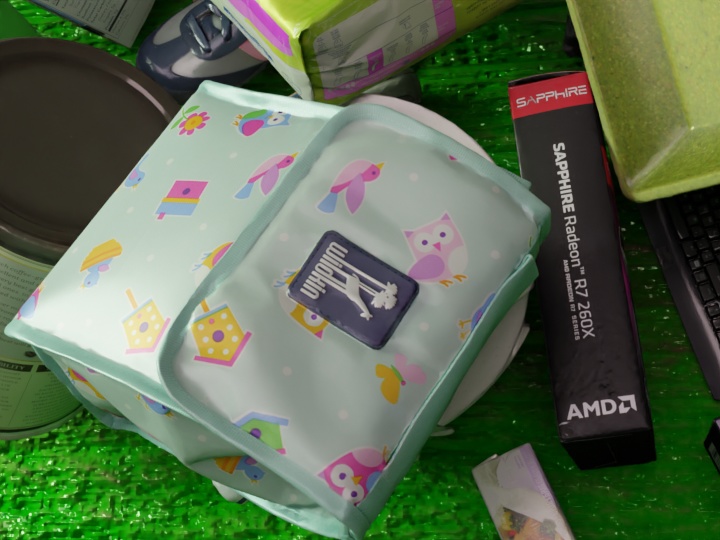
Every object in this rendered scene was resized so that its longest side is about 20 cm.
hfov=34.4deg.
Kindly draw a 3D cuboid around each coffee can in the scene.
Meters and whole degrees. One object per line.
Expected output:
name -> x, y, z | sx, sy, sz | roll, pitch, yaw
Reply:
coffee can -> -0.191, -0.012, 0.673 | 0.146, 0.200, 0.147 | 17, 48, -19

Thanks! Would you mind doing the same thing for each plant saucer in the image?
plant saucer -> 0.174, -0.146, 0.534 | 0.048, 0.200, 0.201 | -18, 92, -26

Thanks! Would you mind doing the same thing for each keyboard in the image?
keyboard -> 0.238, -0.028, 0.692 | 0.127, 0.021, 0.201 | -19, 71, 8

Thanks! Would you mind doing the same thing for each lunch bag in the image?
lunch bag -> -0.032, 0.014, 0.524 | 0.199, 0.122, 0.171 | 17, 62, 40

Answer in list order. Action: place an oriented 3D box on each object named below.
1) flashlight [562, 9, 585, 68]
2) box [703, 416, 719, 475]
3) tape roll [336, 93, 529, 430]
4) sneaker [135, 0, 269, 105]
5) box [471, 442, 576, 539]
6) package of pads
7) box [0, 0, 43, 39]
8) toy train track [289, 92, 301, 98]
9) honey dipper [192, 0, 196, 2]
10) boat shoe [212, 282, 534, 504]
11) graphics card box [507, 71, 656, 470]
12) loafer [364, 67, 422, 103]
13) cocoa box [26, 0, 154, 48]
flashlight -> 0.171, -0.229, 0.744 | 0.067, 0.068, 0.201 | 13, 76, 16
box -> 0.288, 0.145, 0.598 | 0.141, 0.079, 0.201 | -24, 69, 3
tape roll -> 0.000, 0.000, 0.681 | 0.201, 0.071, 0.204 | 0, 92, 5
sneaker -> -0.062, -0.181, 0.758 | 0.200, 0.082, 0.070 | -32, 73, -13
box -> 0.120, 0.194, 0.643 | 0.039, 0.041, 0.201 | -26, 70, 6
package of pads -> 0.015, -0.191, 0.665 | 0.200, 0.068, 0.155 | -32, 55, -13
box -> -0.314, -0.149, 0.769 | 0.176, 0.200, 0.097 | 19, 78, 19
toy train track -> -0.070, -0.108, 0.753 | 0.200, 0.115, 0.033 | -32, 96, -16
honey dipper -> -0.123, -0.224, 0.832 | 0.038, 0.038, 0.201 | -19, 72, 7
boat shoe -> 0.015, 0.064, 0.618 | 0.086, 0.075, 0.202 | 44, 89, -8
graphics card box -> 0.126, 0.005, 0.653 | 0.051, 0.125, 0.201 | -9, 71, 13
loafer -> -0.043, -0.063, 0.753 | 0.200, 0.070, 0.070 | -31, 95, 3
cocoa box -> -0.234, -0.264, 0.799 | 0.200, 0.131, 0.134 | 31, 97, 24
